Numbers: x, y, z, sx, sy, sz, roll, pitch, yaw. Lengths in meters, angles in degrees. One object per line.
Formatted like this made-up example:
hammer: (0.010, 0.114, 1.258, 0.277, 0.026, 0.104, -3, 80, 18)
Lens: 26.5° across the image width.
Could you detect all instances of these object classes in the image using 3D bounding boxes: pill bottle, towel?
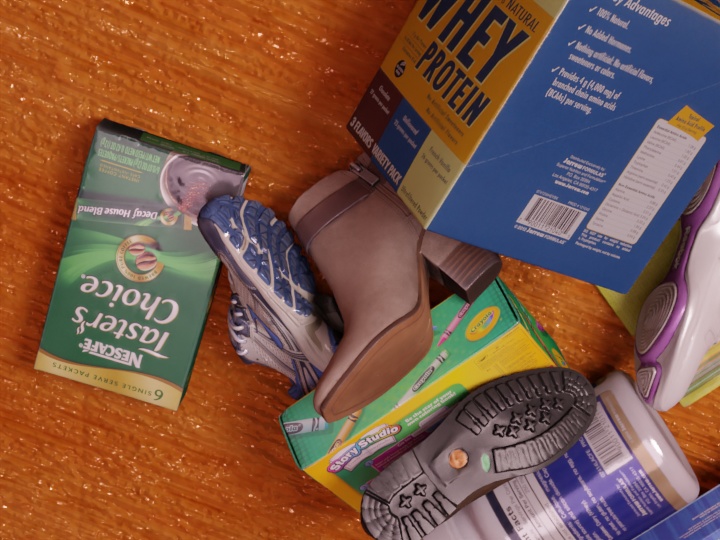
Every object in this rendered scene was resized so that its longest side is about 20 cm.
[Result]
pill bottle: (0.150, 0.175, 1.183, 0.199, 0.116, 0.116, -34, 103, 11)
towel: (0.230, 0.008, 1.184, 0.086, 0.018, 0.200, -36, 102, 10)

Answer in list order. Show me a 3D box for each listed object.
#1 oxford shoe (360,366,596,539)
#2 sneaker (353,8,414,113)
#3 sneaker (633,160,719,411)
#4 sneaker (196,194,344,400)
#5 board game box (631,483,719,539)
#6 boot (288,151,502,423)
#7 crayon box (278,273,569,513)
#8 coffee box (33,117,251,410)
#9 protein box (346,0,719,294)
oxford shoe: (0.082, 0.133, 1.128, 0.199, 0.084, 0.073, -28, 81, -10)
sneaker: (0.064, -0.178, 1.113, 0.200, 0.070, 0.080, -41, 96, 4)
sneaker: (0.269, 0.016, 1.132, 0.099, 0.075, 0.201, 24, 85, -15)
sneaker: (-0.072, 0.032, 1.153, 0.085, 0.077, 0.200, -24, 122, 21)
board game box: (0.308, 0.252, 1.206, 0.199, 0.043, 0.199, -34, 124, 10)
boot: (0.000, 0.000, 1.114, 0.200, 0.070, 0.146, -39, 63, -21)
crayon box: (0.053, 0.100, 1.163, 0.199, 0.058, 0.119, -34, 139, 10)
coffee box: (-0.168, -0.002, 1.176, 0.122, 0.044, 0.201, 18, 106, -4)
protein box: (0.137, -0.120, 1.037, 0.198, 0.135, 0.201, 16, 115, -36)
